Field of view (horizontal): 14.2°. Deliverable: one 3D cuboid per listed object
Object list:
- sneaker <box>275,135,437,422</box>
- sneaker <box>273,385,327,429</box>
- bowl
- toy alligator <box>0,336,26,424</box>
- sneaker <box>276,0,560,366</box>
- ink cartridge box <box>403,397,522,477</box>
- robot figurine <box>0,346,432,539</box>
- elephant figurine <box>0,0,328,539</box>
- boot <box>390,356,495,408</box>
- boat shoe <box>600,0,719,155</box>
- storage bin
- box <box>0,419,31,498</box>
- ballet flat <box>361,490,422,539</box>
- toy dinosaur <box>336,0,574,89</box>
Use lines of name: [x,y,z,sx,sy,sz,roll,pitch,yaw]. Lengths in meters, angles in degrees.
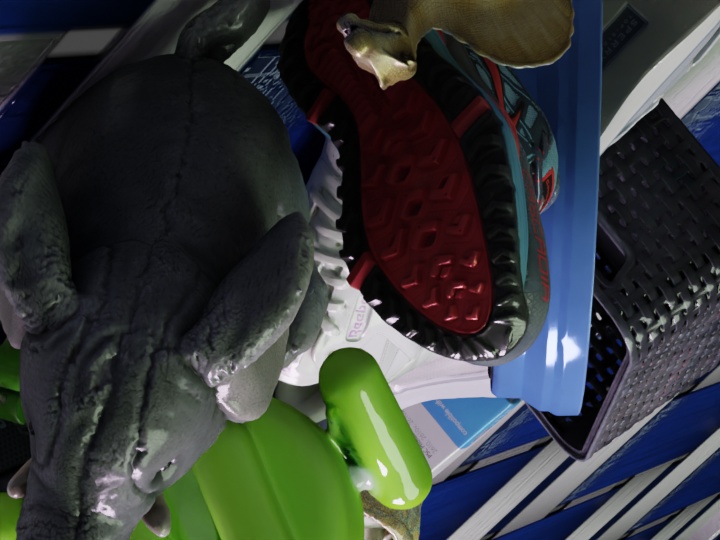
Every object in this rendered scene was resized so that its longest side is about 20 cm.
sneaker: [0.000,0.000,1.248,0.100,0.075,0.200,-37,153,-25]
sneaker: [-0.047,0.055,1.337,0.074,0.088,0.200,-40,166,4]
bowl: [0.074,-0.041,1.183,0.039,0.201,0.201,2,163,2]
toy alligator: [-0.115,0.025,1.162,0.200,0.059,0.054,-19,113,-48]
sneaker: [0.042,-0.039,1.029,0.095,0.200,0.079,23,122,-33]
ink cartridge box: [-0.006,0.112,1.622,0.200,0.068,0.116,-41,175,5]
robot figurine: [-0.058,0.103,1.141,0.175,0.116,0.200,-25,174,1]
elephant figurine: [-0.072,0.018,0.970,0.141,0.155,0.200,-23,-162,11]
boot: [0.012,0.016,1.409,0.200,0.096,0.074,-12,-145,41]
boat shoe: [0.104,-0.082,1.323,0.201,0.070,0.072,-43,162,5]
storage bin: [0.118,-0.004,1.461,0.094,0.135,0.200,-34,165,-16]
box: [-0.231,0.133,1.196,0.158,0.051,0.200,-22,158,-48]
ballet flat: [-0.061,0.099,1.285,0.199,0.071,0.071,13,138,-25]
toy dinosaur: [0.045,-0.115,1.012,0.200,0.101,0.058,-28,162,-37]
